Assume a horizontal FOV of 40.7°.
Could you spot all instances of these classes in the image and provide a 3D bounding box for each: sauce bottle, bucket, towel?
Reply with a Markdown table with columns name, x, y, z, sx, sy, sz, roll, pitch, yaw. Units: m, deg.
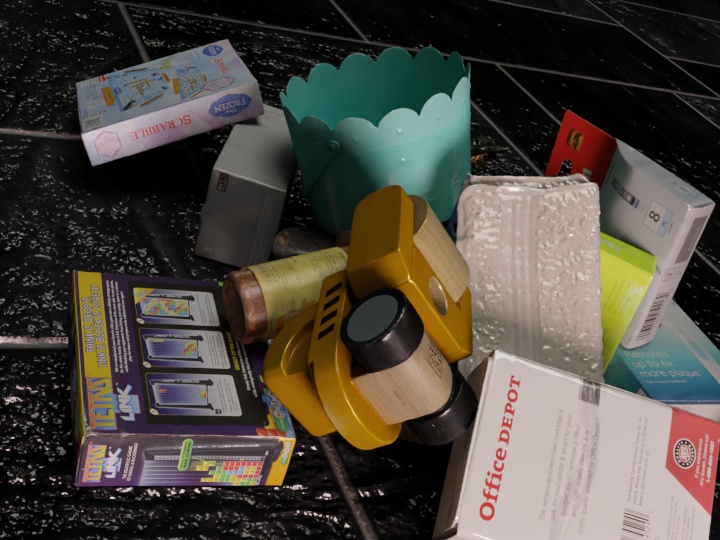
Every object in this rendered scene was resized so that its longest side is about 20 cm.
| name | x | y | z | sx | sy | sz | roll | pitch | yaw |
| --- | --- | --- | --- | --- | --- | --- | --- | --- | --- |
| sauce bottle | -0.020 | 0.012 | 0.845 | 0.197 | 0.067 | 0.066 | -13 | 42 | -25 |
| bucket | 0.022 | -0.133 | 0.998 | 0.203 | 0.137 | 0.208 | -7 | 28 | 4 |
| towel | 0.149 | 0.012 | 0.859 | 0.130 | 0.204 | 0.035 | -1 | -14 | 5 |

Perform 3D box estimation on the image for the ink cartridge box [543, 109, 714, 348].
| name | x | y | z | sx | sy | sz | roll | pitch | yaw |
| --- | --- | --- | --- | --- | --- | --- | --- | --- | --- |
| ink cartridge box | 0.241 | -0.046 | 0.982 | 0.047 | 0.162 | 0.200 | -11 | 40 | -36 |

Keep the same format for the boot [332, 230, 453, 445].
| name | x | y | z | sx | sy | sz | roll | pitch | yaw |
| --- | --- | --- | --- | --- | --- | --- | --- | --- | --- |
| boot | 0.028 | 0.053 | 0.888 | 0.197 | 0.073 | 0.168 | 22 | 60 | 17 |

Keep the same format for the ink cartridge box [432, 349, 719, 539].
| name | x | y | z | sx | sy | sz | roll | pitch | yaw |
| --- | --- | --- | --- | --- | --- | --- | --- | --- | --- |
| ink cartridge box | 0.170 | 0.168 | 0.771 | 0.196 | 0.083 | 0.149 | 18 | 68 | -4 |

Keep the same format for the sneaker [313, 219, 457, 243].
| name | x | y | z | sx | sy | sz | roll | pitch | yaw |
| --- | --- | --- | --- | --- | --- | --- | --- | --- | --- |
| sneaker | 0.049 | -0.063 | 1.103 | 0.196 | 0.076 | 0.087 | 8 | 15 | 24 |

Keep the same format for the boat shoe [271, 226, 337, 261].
| name | x | y | z | sx | sy | sz | roll | pitch | yaw |
| --- | --- | --- | --- | --- | --- | --- | --- | --- | --- |
| boat shoe | 0.000 | 0.000 | 1.016 | 0.196 | 0.074 | 0.075 | 4 | 30 | -15 |

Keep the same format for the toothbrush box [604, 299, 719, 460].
| name | x | y | z | sx | sy | sz | roll | pitch | yaw |
| --- | --- | --- | --- | --- | --- | --- | --- | --- | --- |
| toothbrush box | 0.294 | 0.100 | 1.018 | 0.144 | 0.086 | 0.201 | 4 | 32 | -23 |

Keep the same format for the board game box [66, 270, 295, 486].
| name | x | y | z | sx | sy | sz | roll | pitch | yaw |
| --- | --- | --- | --- | --- | --- | --- | --- | --- | --- |
| board game box | -0.154 | 0.086 | 0.801 | 0.162 | 0.057 | 0.201 | 4 | 34 | -21 |

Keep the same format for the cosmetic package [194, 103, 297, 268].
| name | x | y | z | sx | sy | sz | roll | pitch | yaw |
| --- | --- | --- | --- | --- | --- | --- | --- | --- | --- |
| cosmetic package | -0.116 | -0.097 | 1.068 | 0.089 | 0.108 | 0.201 | 15 | 32 | -7 |

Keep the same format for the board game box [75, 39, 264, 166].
| name | x | y | z | sx | sy | sz | roll | pitch | yaw |
| --- | --- | --- | --- | --- | --- | --- | --- | --- | --- |
| board game box | -0.225 | -0.199 | 1.120 | 0.196 | 0.042 | 0.201 | -18 | 30 | -8 |

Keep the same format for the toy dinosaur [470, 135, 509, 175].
| name | x | y | z | sx | sy | sz | roll | pitch | yaw |
| --- | --- | --- | --- | --- | --- | --- | --- | --- | --- |
| toy dinosaur | 0.108 | -0.100 | 1.156 | 0.133 | 0.104 | 0.200 | -9 | 16 | -19 |

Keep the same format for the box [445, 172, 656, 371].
| name | x | y | z | sx | sy | sz | roll | pitch | yaw |
| --- | --- | --- | --- | --- | --- | --- | --- | --- | --- |
| box | 0.167 | 0.004 | 0.932 | 0.197 | 0.124 | 0.048 | 26 | 28 | 11 |

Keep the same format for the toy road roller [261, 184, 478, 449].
| name | x | y | z | sx | sy | sz | roll | pitch | yaw |
| --- | --- | --- | --- | --- | --- | --- | --- | --- | --- |
| toy road roller | 0.005 | 0.046 | 0.773 | 0.123 | 0.144 | 0.202 | 52 | 30 | -33 |
